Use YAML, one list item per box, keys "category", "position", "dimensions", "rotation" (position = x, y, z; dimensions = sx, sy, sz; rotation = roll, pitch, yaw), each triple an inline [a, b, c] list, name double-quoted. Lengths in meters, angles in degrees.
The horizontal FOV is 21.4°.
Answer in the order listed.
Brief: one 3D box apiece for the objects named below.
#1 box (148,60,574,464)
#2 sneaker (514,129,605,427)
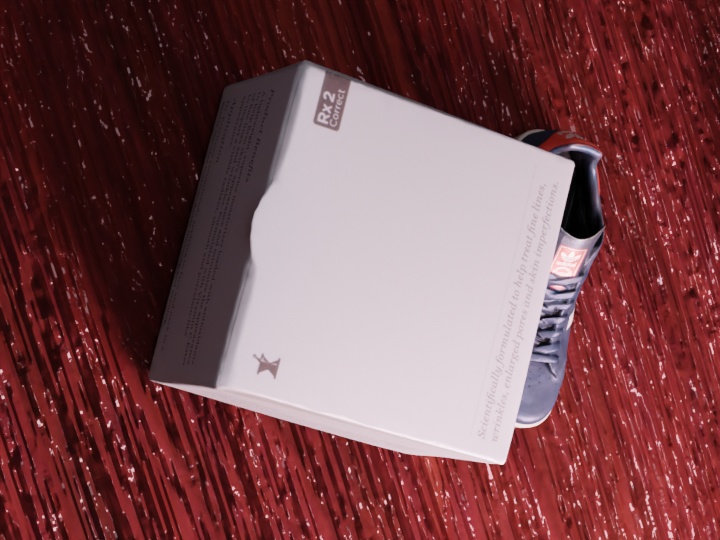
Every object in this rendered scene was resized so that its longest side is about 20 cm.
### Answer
- category: "box"
  position: [0.000, 0.000, 1.175]
  dimensions: [0.199, 0.131, 0.200]
  rotation: [18, 82, -23]
- category: "sneaker"
  position: [0.122, 0.004, 1.257]
  dimensions: [0.074, 0.084, 0.202]
  rotation: [5, 87, -25]
